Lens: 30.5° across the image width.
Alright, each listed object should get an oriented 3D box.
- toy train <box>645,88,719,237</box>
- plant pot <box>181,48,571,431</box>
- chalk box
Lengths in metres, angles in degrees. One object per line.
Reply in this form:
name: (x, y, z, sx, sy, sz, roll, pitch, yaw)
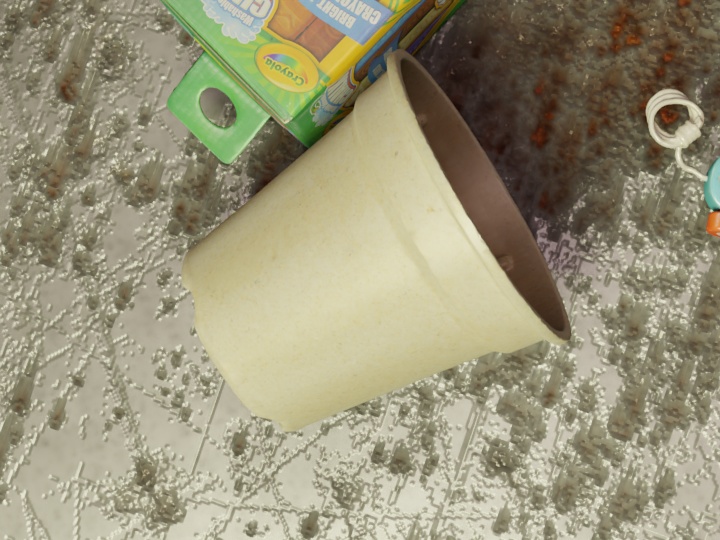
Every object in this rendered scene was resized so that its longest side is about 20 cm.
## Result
toy train: (0.286, -0.099, 0.841, 0.199, 0.056, 0.151, -28, 82, 1)
plant pot: (0.000, 0.000, 0.808, 0.183, 0.200, 0.201, -31, 83, 14)
chalk box: (-0.041, -0.161, 0.846, 0.125, 0.124, 0.200, 44, 91, 8)
